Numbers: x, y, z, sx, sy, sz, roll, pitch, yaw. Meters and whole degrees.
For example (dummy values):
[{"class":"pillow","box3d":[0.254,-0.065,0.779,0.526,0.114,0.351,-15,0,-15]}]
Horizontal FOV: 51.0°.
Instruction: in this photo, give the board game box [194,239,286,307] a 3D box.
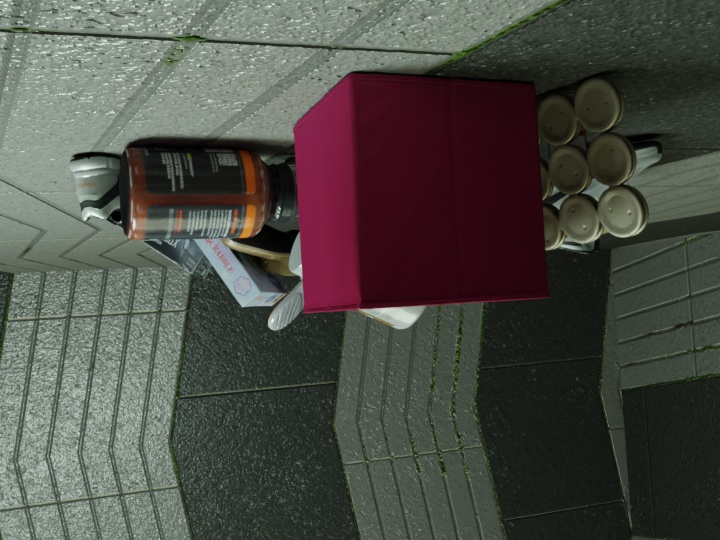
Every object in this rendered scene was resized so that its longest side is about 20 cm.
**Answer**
[{"class":"board game box","box3d":[-0.214,-0.031,1.261,0.041,0.201,0.200,-37,175,4]}]

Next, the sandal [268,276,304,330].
[{"class":"sandal","box3d":[-0.099,0.012,1.312,0.207,0.059,0.080,-44,157,-20]}]

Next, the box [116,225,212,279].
[{"class":"box","box3d":[-0.331,-0.051,1.299,0.157,0.050,0.200,34,174,-4]}]

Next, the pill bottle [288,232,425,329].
[{"class":"pill bottle","box3d":[0.000,0.000,1.117,0.198,0.116,0.114,25,166,-22]}]

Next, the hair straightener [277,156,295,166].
[{"class":"hair straightener","box3d":[-0.016,-0.128,0.990,0.197,0.042,0.077,-3,177,-5]}]

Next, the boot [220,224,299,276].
[{"class":"boot","box3d":[-0.150,-0.029,1.202,0.198,0.074,0.076,12,130,-46]}]

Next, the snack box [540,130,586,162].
[{"class":"snack box","box3d":[0.172,-0.136,0.964,0.140,0.054,0.200,-1,177,-20]}]

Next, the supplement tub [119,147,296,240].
[{"class":"supplement tub","box3d":[-0.179,-0.090,0.892,0.197,0.109,0.107,-2,177,-23]}]

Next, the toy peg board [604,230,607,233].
[{"class":"toy peg board","box3d":[0.298,-0.126,1.181,0.196,0.099,0.200,12,177,1]}]

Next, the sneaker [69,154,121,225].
[{"class":"sneaker","box3d":[-0.298,-0.094,0.970,0.073,0.081,0.200,-6,178,21]}]

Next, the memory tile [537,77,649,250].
[{"class":"memory tile","box3d":[0.196,-0.098,0.768,0.017,0.156,0.199,-19,-173,-33]}]

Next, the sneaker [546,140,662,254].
[{"class":"sneaker","box3d":[0.320,-0.091,1.015,0.198,0.117,0.076,-23,-173,10]}]

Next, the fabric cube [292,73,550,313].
[{"class":"fabric cube","box3d":[0.052,-0.064,0.751,0.197,0.203,0.196,-3,176,-21]}]
